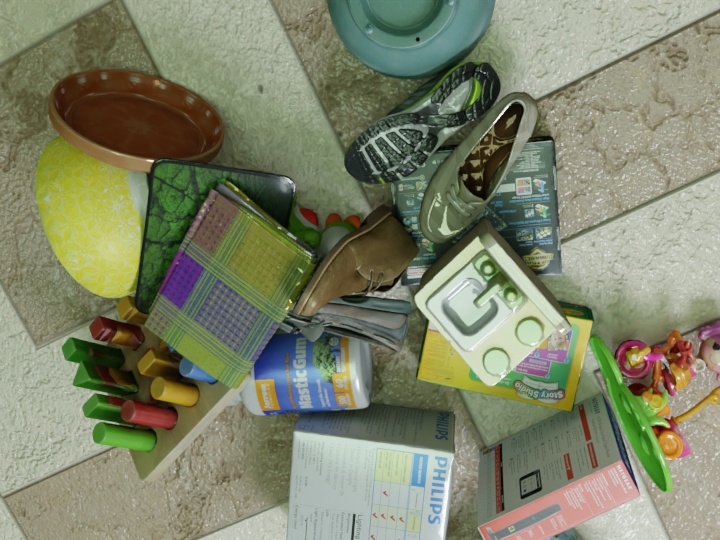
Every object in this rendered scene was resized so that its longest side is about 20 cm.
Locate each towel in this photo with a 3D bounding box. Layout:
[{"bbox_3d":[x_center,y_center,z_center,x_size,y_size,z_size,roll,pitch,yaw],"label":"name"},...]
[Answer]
[{"bbox_3d":[-0.144,0.020,1.091,0.143,0.023,0.201,35,111,6],"label":"towel"}]

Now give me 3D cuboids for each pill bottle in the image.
[{"bbox_3d":[-0.089,0.121,1.225,0.197,0.112,0.114,-6,104,8],"label":"pill bottle"}]

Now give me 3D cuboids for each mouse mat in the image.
[{"bbox_3d":[-0.165,-0.026,1.111,0.158,0.008,0.202,6,121,-14],"label":"mouse mat"}]

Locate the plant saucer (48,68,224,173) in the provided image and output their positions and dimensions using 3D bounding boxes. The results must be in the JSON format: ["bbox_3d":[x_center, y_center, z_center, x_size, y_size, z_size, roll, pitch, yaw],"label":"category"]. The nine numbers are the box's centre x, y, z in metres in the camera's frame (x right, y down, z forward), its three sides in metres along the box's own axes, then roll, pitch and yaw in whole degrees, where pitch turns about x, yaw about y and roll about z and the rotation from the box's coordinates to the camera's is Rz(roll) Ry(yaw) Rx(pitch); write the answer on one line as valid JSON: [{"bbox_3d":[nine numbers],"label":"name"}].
[{"bbox_3d":[-0.255,-0.168,1.129,0.198,0.201,0.033,23,123,1],"label":"plant saucer"}]

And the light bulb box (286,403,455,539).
[{"bbox_3d":[0.014,0.281,1.247,0.197,0.125,0.201,6,105,5],"label":"light bulb box"}]

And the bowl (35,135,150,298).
[{"bbox_3d":[-0.267,-0.079,1.144,0.106,0.200,0.203,-17,102,21],"label":"bowl"}]

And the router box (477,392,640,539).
[{"bbox_3d":[0.227,0.238,1.167,0.178,0.200,0.049,-29,99,14],"label":"router box"}]

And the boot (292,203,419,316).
[{"bbox_3d":[0.000,0.000,1.096,0.075,0.200,0.074,43,135,5],"label":"boot"}]

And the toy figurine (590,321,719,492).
[{"bbox_3d":[0.396,0.130,1.169,0.182,0.150,0.202,-25,86,1],"label":"toy figurine"}]

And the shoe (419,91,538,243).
[{"bbox_3d":[0.129,-0.115,1.115,0.069,0.053,0.201,33,106,-1],"label":"shoe"}]

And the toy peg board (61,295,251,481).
[{"bbox_3d":[-0.260,0.111,1.196,0.199,0.097,0.201,-45,54,18],"label":"toy peg board"}]

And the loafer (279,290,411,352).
[{"bbox_3d":[-0.036,0.058,1.134,0.197,0.072,0.064,5,88,-14],"label":"loafer"}]

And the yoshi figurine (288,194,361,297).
[{"bbox_3d":[-0.069,-0.012,1.197,0.197,0.113,0.113,13,122,1],"label":"yoshi figurine"}]

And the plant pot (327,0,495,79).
[{"bbox_3d":[0.051,-0.307,1.081,0.197,0.134,0.204,2,106,7],"label":"plant pot"}]

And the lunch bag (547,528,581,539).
[{"bbox_3d":[0.222,0.434,1.252,0.200,0.127,0.170,-41,89,13],"label":"lunch bag"}]

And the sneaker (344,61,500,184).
[{"bbox_3d":[0.068,-0.169,1.133,0.198,0.081,0.074,-32,105,3],"label":"sneaker"}]

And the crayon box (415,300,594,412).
[{"bbox_3d":[0.175,0.090,1.209,0.197,0.058,0.121,11,106,4],"label":"crayon box"}]

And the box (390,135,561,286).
[{"bbox_3d":[0.137,-0.070,1.178,0.197,0.046,0.162,-5,104,9],"label":"box"}]

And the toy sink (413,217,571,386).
[{"bbox_3d":[0.137,0.035,1.068,0.112,0.200,0.131,-42,93,9],"label":"toy sink"}]
